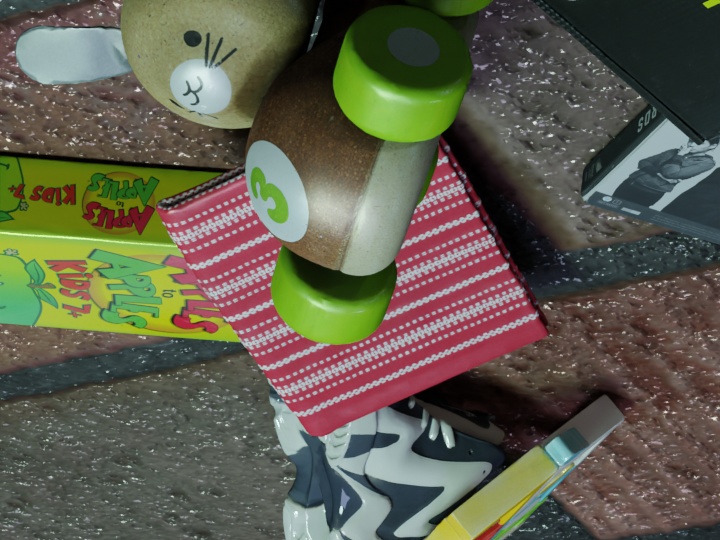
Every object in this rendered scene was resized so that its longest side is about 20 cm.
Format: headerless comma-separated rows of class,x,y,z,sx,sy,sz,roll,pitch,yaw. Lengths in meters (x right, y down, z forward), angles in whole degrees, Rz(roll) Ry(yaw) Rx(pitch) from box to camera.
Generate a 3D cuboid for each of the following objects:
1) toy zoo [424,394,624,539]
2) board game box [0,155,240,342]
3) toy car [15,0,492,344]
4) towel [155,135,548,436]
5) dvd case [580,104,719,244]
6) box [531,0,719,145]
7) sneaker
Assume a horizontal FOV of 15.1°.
toy zoo,0.080,0.139,1.587,0.020,0.131,0.200,50,149,9
board game box,-0.137,-0.011,1.426,0.199,0.048,0.102,5,150,3
toy car,-0.055,-0.091,1.187,0.199,0.158,0.165,19,138,1
towel,0.000,0.000,1.375,0.144,0.023,0.200,-24,136,7
dvd case,0.216,-0.064,1.289,0.150,0.025,0.200,17,148,-18
box,0.159,-0.149,1.107,0.200,0.048,0.193,-23,131,37
sneaker,0.023,0.079,1.539,0.079,0.129,0.200,26,130,46
